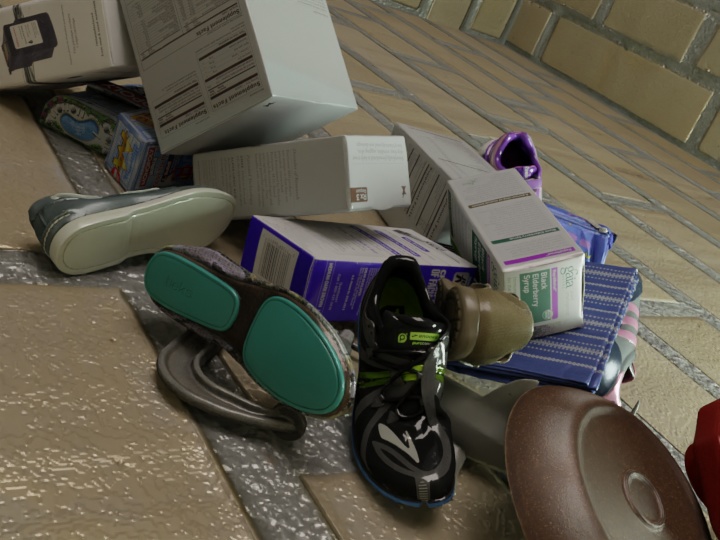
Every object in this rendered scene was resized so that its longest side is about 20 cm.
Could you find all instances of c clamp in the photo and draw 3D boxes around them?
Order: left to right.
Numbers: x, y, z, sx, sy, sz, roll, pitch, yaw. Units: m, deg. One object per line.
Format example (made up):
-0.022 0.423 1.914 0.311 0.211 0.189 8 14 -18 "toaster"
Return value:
-0.055 0.074 0.657 0.170 0.027 0.200 29 23 11 "c clamp"

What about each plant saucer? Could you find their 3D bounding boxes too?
0.181 0.161 0.580 0.200 0.037 0.201 30 39 -28 "plant saucer"

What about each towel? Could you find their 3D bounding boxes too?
0.178 0.048 0.824 0.144 0.024 0.200 9 35 26 "towel"

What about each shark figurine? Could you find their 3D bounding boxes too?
0.129 0.118 0.662 0.214 0.090 0.128 20 26 -12 "shark figurine"

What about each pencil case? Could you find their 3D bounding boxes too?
0.246 -0.055 1.155 0.199 0.087 0.078 24 39 3 "pencil case"

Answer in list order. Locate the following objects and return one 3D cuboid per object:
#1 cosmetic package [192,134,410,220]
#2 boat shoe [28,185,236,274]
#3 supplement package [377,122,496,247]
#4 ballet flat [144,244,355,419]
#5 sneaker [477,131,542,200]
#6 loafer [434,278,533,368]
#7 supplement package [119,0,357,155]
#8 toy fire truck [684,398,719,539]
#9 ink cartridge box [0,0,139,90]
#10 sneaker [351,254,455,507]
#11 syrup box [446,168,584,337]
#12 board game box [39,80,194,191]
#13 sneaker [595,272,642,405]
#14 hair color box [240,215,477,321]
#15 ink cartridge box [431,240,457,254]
-0.060 -0.089 0.833 0.199 0.074 0.101 -3 5 36 "cosmetic package"
-0.190 -0.049 0.738 0.062 0.073 0.200 39 32 23 "boat shoe"
0.104 -0.085 1.049 0.113 0.110 0.200 11 25 -26 "supplement package"
-0.069 0.038 0.618 0.200 0.072 0.072 31 23 28 "ballet flat"
0.197 -0.089 1.073 0.080 0.089 0.201 -3 72 -13 "sneaker"
0.095 0.048 0.712 0.067 0.076 0.200 11 2 0 "loafer"
-0.126 -0.234 0.862 0.152 0.150 0.201 -9 81 -58 "supplement package"
0.322 0.195 0.625 0.200 0.112 0.168 44 38 -5 "toy fire truck"
-0.305 -0.251 0.939 0.199 0.085 0.145 -1 11 27 "ink cartridge box"
0.029 0.073 0.616 0.070 0.083 0.200 0 52 -6 "sneaker"
0.148 -0.022 0.847 0.081 0.079 0.200 -11 31 -3 "syrup box"
-0.233 -0.152 0.933 0.199 0.062 0.200 27 22 8 "board game box"
0.258 0.071 0.888 0.082 0.070 0.200 55 43 -7 "sneaker"
0.000 0.000 0.805 0.199 0.065 0.109 1 22 -39 "hair color box"
0.159 0.024 0.951 0.199 0.044 0.094 12 27 -27 "ink cartridge box"
